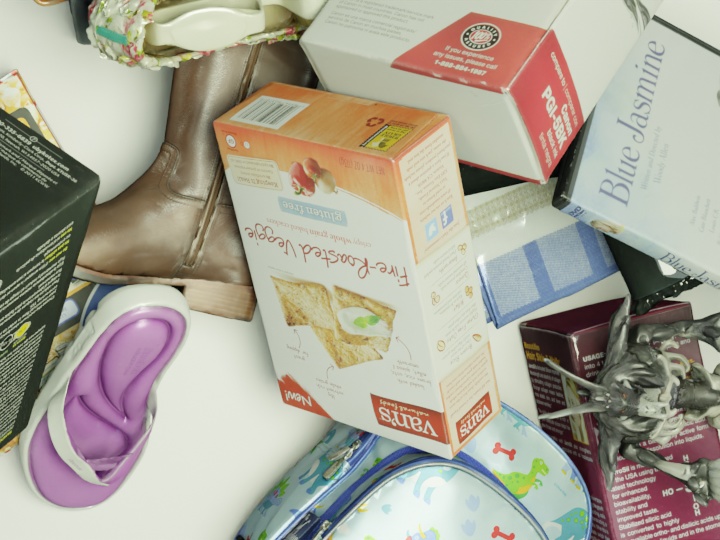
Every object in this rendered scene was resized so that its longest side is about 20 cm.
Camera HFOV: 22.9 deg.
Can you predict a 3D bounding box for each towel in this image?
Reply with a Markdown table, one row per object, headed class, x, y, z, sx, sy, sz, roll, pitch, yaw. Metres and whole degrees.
| class | x | y | z | sx | sy | sz | roll | pitch | yaw |
| --- | --- | --- | --- | --- | --- | --- | --- | --- | --- |
| towel | 0.104 | -0.081 | 1.106 | 0.146 | 0.024 | 0.201 | -24 | 99 | -11 |

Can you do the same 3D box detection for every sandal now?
| class | x | y | z | sx | sy | sz | roll | pitch | yaw |
| --- | --- | --- | --- | --- | --- | --- | --- | --- | --- |
| sandal | -0.153 | 0.089 | 1.058 | 0.082 | 0.050 | 0.203 | 0 | 136 | -24 |

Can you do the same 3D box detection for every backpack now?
| class | x | y | z | sx | sy | sz | roll | pitch | yaw |
| --- | --- | --- | --- | --- | --- | --- | --- | --- | --- |
| backpack | 0.043 | 0.172 | 1.108 | 0.183 | 0.147 | 0.200 | 43 | 81 | -12 |

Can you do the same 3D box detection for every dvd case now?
| class | x | y | z | sx | sy | sz | roll | pitch | yaw |
| --- | --- | --- | --- | --- | --- | --- | --- | --- | --- |
| dvd case | 0.213 | -0.058 | 1.036 | 0.199 | 0.018 | 0.143 | 25 | 64 | -15 |

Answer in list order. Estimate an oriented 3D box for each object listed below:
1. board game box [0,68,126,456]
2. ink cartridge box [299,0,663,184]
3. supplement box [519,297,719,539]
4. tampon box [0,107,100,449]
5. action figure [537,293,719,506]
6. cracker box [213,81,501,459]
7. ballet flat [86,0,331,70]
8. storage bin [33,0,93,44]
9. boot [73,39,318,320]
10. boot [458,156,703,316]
| class | x | y | z | sx | sy | sz | roll | pitch | yaw |
| --- | --- | --- | --- | --- | --- | --- | --- | --- | --- |
| board game box | -0.226 | 0.000 | 1.102 | 0.151 | 0.046 | 0.201 | -30 | 97 | -8 |
| ink cartridge box | 0.084 | -0.161 | 1.006 | 0.200 | 0.146 | 0.083 | -55 | 141 | -22 |
| supplement box | 0.177 | 0.123 | 1.148 | 0.085 | 0.110 | 0.201 | -14 | 94 | -11 |
| tampon box | -0.252 | 0.011 | 0.956 | 0.150 | 0.126 | 0.200 | 34 | 130 | 11 |
| action figure | 0.211 | 0.075 | 1.048 | 0.199 | 0.102 | 0.120 | 2 | 91 | -20 |
| cracker box | 0.000 | 0.000 | 1.022 | 0.058 | 0.134 | 0.201 | -40 | 130 | -37 |
| ballet flat | -0.057 | -0.153 | 1.011 | 0.199 | 0.064 | 0.076 | -22 | 124 | -20 |
| storage bin | -0.143 | -0.231 | 1.044 | 0.145 | 0.200 | 0.135 | -22 | 85 | -9 |
| boot | -0.120 | -0.086 | 1.058 | 0.186 | 0.064 | 0.201 | 15 | 89 | -28 |
| boot | 0.144 | -0.049 | 1.069 | 0.198 | 0.073 | 0.163 | -33 | 98 | -17 |
